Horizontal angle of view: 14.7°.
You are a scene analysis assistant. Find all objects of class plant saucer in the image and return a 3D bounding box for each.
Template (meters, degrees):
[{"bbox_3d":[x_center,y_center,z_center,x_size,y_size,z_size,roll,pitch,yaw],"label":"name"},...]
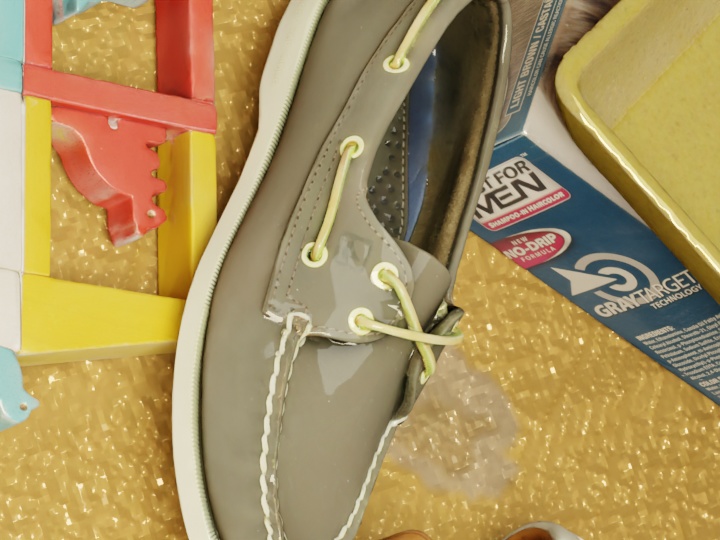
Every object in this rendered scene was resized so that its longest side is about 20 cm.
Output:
[{"bbox_3d":[0.166,-0.032,0.860,0.200,0.048,0.200,48,57,-4],"label":"plant saucer"}]

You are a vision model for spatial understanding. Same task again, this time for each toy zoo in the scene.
[{"bbox_3d":[-0.099,-0.054,0.778,0.131,0.020,0.201,9,71,-35],"label":"toy zoo"}]

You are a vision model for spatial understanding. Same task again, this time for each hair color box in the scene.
[{"bbox_3d":[0.120,-0.022,0.908,0.200,0.060,0.100,34,58,-24],"label":"hair color box"}]

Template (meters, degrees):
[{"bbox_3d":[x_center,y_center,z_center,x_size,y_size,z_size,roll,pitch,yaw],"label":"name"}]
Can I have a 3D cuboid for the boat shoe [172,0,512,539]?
[{"bbox_3d":[-0.002,-0.002,0.794,0.072,0.060,0.203,44,49,-45],"label":"boat shoe"}]

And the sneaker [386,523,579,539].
[{"bbox_3d":[0.081,0.118,0.817,0.199,0.073,0.085,18,59,-36],"label":"sneaker"}]
